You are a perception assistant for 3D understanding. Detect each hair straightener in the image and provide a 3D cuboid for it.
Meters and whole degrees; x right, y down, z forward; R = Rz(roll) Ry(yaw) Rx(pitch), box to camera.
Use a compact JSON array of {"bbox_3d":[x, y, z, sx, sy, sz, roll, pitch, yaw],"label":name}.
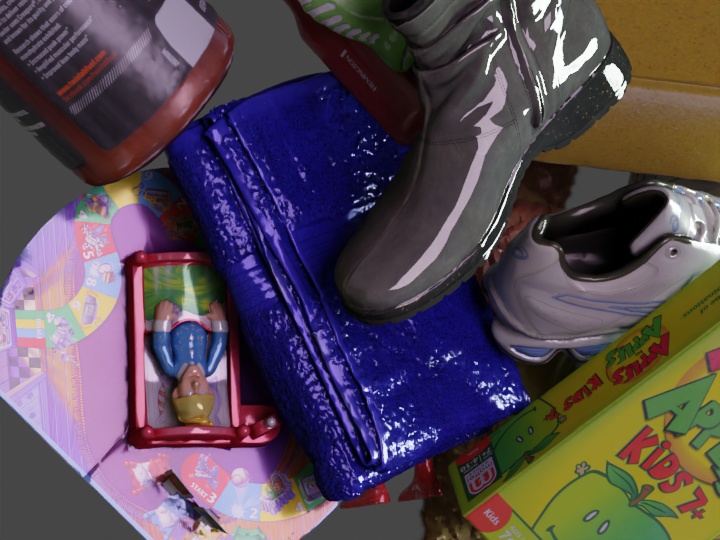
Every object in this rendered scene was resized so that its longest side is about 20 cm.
[{"bbox_3d":[-0.018,-0.147,1.441,0.200,0.041,0.077,43,41,15],"label":"hair straightener"}]

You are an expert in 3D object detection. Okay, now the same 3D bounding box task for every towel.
[{"bbox_3d":[0.000,0.000,1.413,0.147,0.049,0.201,-23,89,-41],"label":"towel"}]

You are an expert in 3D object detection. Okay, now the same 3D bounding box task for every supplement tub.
[{"bbox_3d":[-0.160,-0.141,1.358,0.200,0.107,0.107,44,66,-21],"label":"supplement tub"}]

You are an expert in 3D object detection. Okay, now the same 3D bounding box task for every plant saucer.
[{"bbox_3d":[0.134,-0.153,1.456,0.199,0.048,0.201,6,75,5],"label":"plant saucer"}]

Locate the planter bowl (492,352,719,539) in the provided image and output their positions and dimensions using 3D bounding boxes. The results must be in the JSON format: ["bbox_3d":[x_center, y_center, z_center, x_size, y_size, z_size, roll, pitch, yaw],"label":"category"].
[{"bbox_3d":[0.175,0.079,1.510,0.199,0.083,0.202,-7,112,-17],"label":"planter bowl"}]

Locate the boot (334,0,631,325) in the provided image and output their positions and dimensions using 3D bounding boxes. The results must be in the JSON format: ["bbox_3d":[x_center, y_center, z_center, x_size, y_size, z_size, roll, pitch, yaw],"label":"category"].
[{"bbox_3d":[0.037,-0.083,1.343,0.200,0.068,0.131,-49,134,-16],"label":"boot"}]

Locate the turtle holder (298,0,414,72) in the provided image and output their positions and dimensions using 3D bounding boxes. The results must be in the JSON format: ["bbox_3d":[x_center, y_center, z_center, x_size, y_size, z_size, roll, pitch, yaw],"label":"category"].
[{"bbox_3d":[0.012,-0.206,1.374,0.131,0.141,0.186,6,49,-28],"label":"turtle holder"}]

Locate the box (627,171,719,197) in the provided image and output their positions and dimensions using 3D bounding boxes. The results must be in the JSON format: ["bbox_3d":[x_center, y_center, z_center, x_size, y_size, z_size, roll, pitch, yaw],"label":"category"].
[{"bbox_3d":[0.253,-0.082,1.534,0.109,0.200,0.129,29,64,-29],"label":"box"}]

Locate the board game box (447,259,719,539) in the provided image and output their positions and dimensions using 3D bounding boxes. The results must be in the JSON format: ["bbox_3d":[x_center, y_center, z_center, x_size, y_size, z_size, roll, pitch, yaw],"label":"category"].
[{"bbox_3d":[0.153,0.081,1.421,0.200,0.048,0.102,-38,117,12],"label":"board game box"}]

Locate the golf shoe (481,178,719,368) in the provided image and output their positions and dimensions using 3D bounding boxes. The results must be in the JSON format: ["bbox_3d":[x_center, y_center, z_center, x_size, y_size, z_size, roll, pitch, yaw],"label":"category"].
[{"bbox_3d":[0.161,-0.008,1.430,0.199,0.097,0.079,-14,62,-16],"label":"golf shoe"}]

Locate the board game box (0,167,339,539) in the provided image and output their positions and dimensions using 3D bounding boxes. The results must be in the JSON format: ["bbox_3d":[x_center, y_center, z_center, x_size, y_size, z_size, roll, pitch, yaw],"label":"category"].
[{"bbox_3d":[-0.078,0.043,1.399,0.200,0.039,0.158,45,73,-5],"label":"board game box"}]

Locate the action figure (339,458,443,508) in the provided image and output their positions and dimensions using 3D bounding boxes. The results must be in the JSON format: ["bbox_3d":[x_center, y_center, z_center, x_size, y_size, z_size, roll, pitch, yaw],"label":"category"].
[{"bbox_3d":[-0.002,0.020,1.474,0.065,0.052,0.201,-3,83,-36],"label":"action figure"}]
